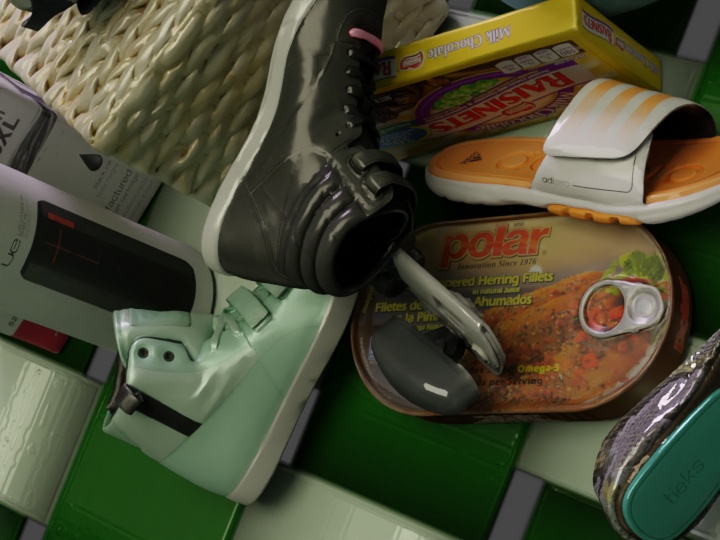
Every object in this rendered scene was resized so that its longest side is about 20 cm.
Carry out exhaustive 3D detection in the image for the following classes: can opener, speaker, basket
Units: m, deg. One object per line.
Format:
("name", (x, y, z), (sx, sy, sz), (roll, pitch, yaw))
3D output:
("can opener", (0.000, 0.000, 1.021), (0.067, 0.053, 0.200), (-42, 59, -12))
("speaker", (-0.179, -0.005, 1.124), (0.081, 0.200, 0.082), (-13, 67, 32))
("basket", (-0.091, -0.154, 1.119), (0.200, 0.198, 0.161), (-50, 54, 9))

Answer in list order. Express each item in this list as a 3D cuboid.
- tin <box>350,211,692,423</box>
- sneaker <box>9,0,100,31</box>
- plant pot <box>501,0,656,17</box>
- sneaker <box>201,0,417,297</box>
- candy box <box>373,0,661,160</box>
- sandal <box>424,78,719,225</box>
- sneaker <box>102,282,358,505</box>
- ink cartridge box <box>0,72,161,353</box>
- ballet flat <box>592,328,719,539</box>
("tin", (0.086, 0.026, 1.027), (0.199, 0.042, 0.113), (-4, 75, 35))
("sneaker", (-0.127, -0.175, 0.986), (0.199, 0.079, 0.130), (28, 94, 33))
("plant pot", (0.120, -0.213, 1.013), (0.201, 0.199, 0.135), (65, 147, 32))
("sneaker", (-0.002, -0.076, 0.985), (0.099, 0.071, 0.201), (23, 91, 30))
("candy box", (0.056, -0.101, 1.053), (0.199, 0.102, 0.027), (-13, 71, 32))
("sandal", (0.114, -0.069, 1.007), (0.206, 0.059, 0.079), (4, 32, 37))
("sneaker", (-0.075, 0.023, 1.084), (0.201, 0.118, 0.074), (-66, 15, -1))
("ink cartridge box", (-0.243, -0.049, 1.186), (0.083, 0.200, 0.146), (35, 95, 39))
("ballet flat", (0.188, 0.049, 0.924), (0.200, 0.072, 0.072), (-44, 53, -1))
